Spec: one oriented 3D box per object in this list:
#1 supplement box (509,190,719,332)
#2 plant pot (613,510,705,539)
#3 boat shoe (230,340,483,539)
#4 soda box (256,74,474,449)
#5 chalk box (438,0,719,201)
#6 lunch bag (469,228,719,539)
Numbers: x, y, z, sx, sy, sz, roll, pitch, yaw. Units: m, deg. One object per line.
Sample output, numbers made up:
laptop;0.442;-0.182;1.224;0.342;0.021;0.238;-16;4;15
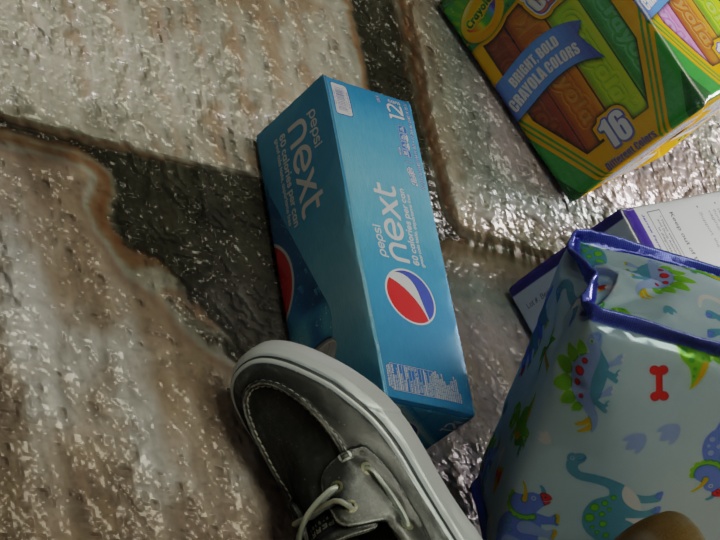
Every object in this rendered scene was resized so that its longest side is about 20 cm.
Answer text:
supplement box;0.202;0.017;1.417;0.200;0.101;0.103;-13;71;-48
plant pot;0.125;0.212;1.104;0.027;0.200;0.200;8;53;-12
boat shoe;0.002;0.120;1.151;0.200;0.072;0.071;48;35;7
soda box;0.000;0.000;1.255;0.064;0.068;0.200;15;52;-36
chalk box;0.147;-0.169;1.487;0.200;0.125;0.124;55;39;6
lunch bag;0.177;0.091;1.223;0.200;0.170;0.127;16;25;-6
